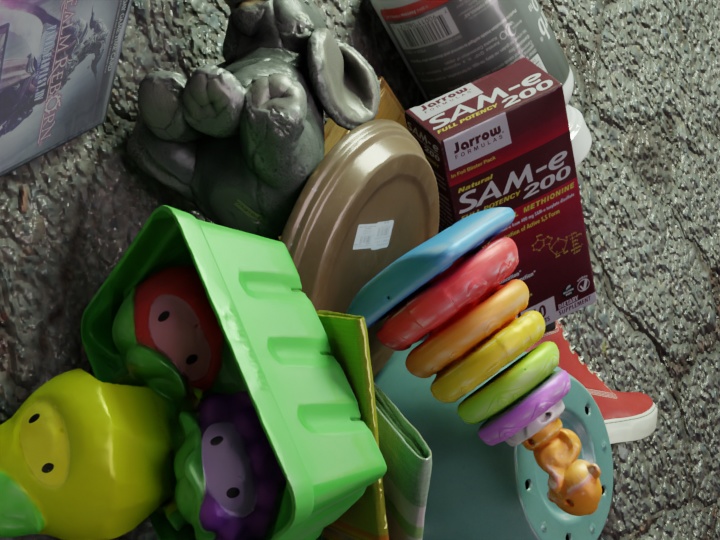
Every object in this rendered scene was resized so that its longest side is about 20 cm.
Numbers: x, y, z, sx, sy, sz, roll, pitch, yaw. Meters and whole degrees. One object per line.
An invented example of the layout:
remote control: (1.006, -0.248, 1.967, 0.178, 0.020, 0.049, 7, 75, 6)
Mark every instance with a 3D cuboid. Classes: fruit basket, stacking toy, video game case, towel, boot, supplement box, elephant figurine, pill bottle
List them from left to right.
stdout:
video game case: (-0.200, -0.107, 0.859, 0.200, 0.019, 0.144, -36, 155, -47)
fruit basket: (-0.116, 0.085, 0.873, 0.214, 0.156, 0.217, 21, 46, -23)
elephant figurine: (-0.055, -0.127, 1.024, 0.201, 0.140, 0.156, -62, 172, -46)
towel: (-0.003, 0.125, 0.928, 0.018, 0.086, 0.202, -9, 95, -25)
towel: (0.007, 0.168, 0.975, 0.023, 0.153, 0.202, -6, 115, -21)
pill bottle: (0.099, -0.165, 1.224, 0.201, 0.115, 0.116, 58, 45, -25)
supplement box: (0.109, -0.046, 1.177, 0.108, 0.061, 0.201, -25, 126, -14)
stacking toy: (0.093, 0.069, 0.990, 0.201, 0.116, 0.110, 55, 36, 4)
boot: (0.179, 0.078, 1.311, 0.199, 0.072, 0.146, -1, 82, -46)

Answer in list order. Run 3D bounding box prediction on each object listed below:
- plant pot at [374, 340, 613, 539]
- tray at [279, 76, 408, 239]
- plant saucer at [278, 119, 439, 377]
plant pot: (0.083, 0.142, 1.111, 0.200, 0.160, 0.203, 14, 72, -48)
tray: (-0.009, -0.039, 1.133, 0.099, 0.037, 0.201, 54, 46, -29)
plant saucer: (0.000, 0.000, 1.032, 0.200, 0.029, 0.202, -43, 143, -43)
